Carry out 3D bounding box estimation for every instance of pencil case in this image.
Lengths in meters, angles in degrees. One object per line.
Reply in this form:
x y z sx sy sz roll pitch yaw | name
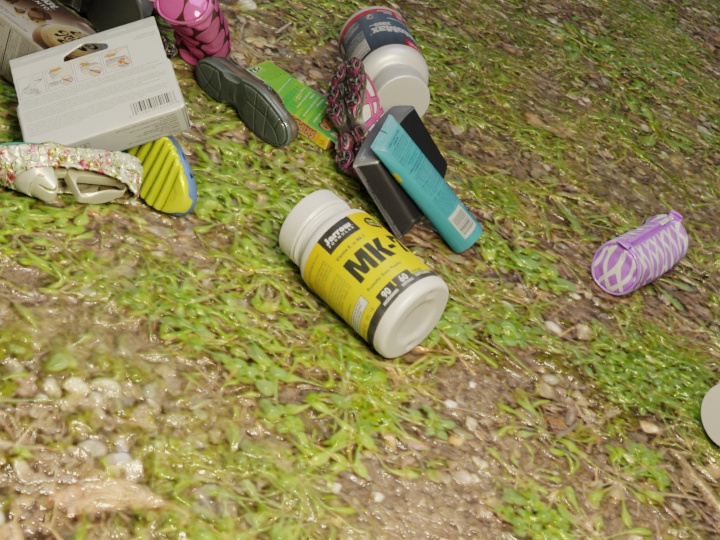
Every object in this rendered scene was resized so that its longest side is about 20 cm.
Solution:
0.411 -0.026 1.904 0.084 0.086 0.199 38 35 19 | pencil case
-0.240 -0.355 1.864 0.092 0.200 0.092 0 78 3 | pencil case

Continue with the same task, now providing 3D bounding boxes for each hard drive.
0.061 -0.144 1.813 0.136 0.042 0.201 58 31 -17 | hard drive

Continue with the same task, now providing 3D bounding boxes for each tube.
0.087 -0.113 1.751 0.200 0.050 0.078 50 36 -20 | tube

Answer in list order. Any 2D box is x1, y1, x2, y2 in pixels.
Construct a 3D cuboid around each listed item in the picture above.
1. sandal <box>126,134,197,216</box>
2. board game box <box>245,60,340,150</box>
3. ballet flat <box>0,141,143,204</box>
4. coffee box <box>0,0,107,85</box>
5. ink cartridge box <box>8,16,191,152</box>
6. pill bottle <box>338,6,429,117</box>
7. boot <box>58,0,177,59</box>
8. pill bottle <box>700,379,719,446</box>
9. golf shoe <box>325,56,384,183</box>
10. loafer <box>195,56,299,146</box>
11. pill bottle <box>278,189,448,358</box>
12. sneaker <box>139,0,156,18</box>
-0.249 -0.144 1.641 0.087 0.080 0.201 17 33 -50 | sandal
-0.089 -0.242 1.935 0.199 0.030 0.095 33 33 17 | board game box
-0.344 -0.110 1.531 0.197 0.076 0.065 0 57 -29 | ballet flat
-0.418 -0.293 1.734 0.199 0.080 0.113 36 34 17 | coffee box
-0.324 -0.217 1.615 0.197 0.044 0.175 -18 51 -6 | ink cartridge box
0.042 -0.315 2.044 0.118 0.121 0.201 9 35 -23 | pill bottle
-0.315 -0.341 1.821 0.199 0.070 0.174 34 2 39 | boot
0.523 0.167 1.670 0.198 0.114 0.113 -12 46 -43 | pill bottle
0.002 -0.209 1.875 0.092 0.072 0.203 27 49 -49 | golf shoe
-0.149 -0.250 1.856 0.199 0.072 0.063 39 47 26 | loafer
0.000 0.000 1.558 0.200 0.115 0.114 42 35 26 | pill bottle
-0.344 -0.424 1.970 0.081 0.078 0.200 2 14 1 | sneaker
